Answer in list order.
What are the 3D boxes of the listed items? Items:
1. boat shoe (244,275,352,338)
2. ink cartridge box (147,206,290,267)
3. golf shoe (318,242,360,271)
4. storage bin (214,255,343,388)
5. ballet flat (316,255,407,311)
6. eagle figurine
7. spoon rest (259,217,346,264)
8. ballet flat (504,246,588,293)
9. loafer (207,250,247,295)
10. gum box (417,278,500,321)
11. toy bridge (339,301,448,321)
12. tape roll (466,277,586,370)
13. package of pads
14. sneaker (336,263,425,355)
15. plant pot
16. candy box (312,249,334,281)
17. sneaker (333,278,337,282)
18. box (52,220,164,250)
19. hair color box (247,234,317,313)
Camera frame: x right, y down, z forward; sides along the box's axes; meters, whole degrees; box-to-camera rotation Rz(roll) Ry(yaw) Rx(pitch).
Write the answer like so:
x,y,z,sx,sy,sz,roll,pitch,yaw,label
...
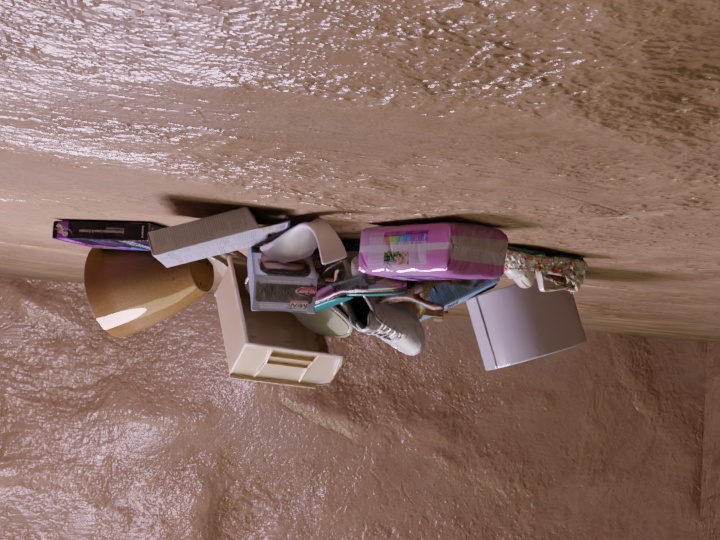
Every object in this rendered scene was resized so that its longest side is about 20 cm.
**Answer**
x,y,z,sx,sy,sz,roll,pitch,yaw,label
-0.096,0.045,1.652,0.197,0.075,0.066,22,-142,5,boat shoe
-0.206,-0.053,1.442,0.197,0.044,0.196,-16,177,-8,ink cartridge box
0.000,0.000,1.697,0.076,0.090,0.199,2,173,38,golf shoe
-0.142,0.093,1.702,0.196,0.202,0.094,11,130,-29,storage bin
-0.014,0.016,1.531,0.198,0.072,0.069,-13,171,41,ballet flat
0.111,0.007,1.639,0.152,0.152,0.199,42,-139,12,eagle figurine
-0.083,-0.045,1.434,0.098,0.062,0.199,-18,-169,-25,spoon rest
0.287,0.000,1.570,0.197,0.065,0.075,8,175,-25,ballet flat
-0.224,0.008,1.789,0.199,0.069,0.075,33,172,-27,loafer
0.160,0.049,1.831,0.198,0.045,0.170,-24,173,1,gum box
0.056,0.064,1.713,0.197,0.028,0.067,5,169,1,toy bridge
0.312,0.096,1.838,0.200,0.141,0.203,-17,175,-2,tape roll
0.101,-0.026,1.389,0.119,0.077,0.199,9,174,-38,package of pads
0.028,0.086,1.633,0.200,0.100,0.078,41,119,-15,sneaker
-0.381,0.016,1.830,0.197,0.189,0.186,-12,169,20,plant pot
-0.105,-0.005,1.892,0.115,0.057,0.200,6,176,-2,candy box
0.038,0.026,1.851,0.197,0.072,0.112,-2,167,-24,sneaker
-0.415,-0.058,1.705,0.197,0.037,0.143,1,174,21,box
-0.126,0.001,1.537,0.097,0.062,0.200,3,-160,-10,hair color box
